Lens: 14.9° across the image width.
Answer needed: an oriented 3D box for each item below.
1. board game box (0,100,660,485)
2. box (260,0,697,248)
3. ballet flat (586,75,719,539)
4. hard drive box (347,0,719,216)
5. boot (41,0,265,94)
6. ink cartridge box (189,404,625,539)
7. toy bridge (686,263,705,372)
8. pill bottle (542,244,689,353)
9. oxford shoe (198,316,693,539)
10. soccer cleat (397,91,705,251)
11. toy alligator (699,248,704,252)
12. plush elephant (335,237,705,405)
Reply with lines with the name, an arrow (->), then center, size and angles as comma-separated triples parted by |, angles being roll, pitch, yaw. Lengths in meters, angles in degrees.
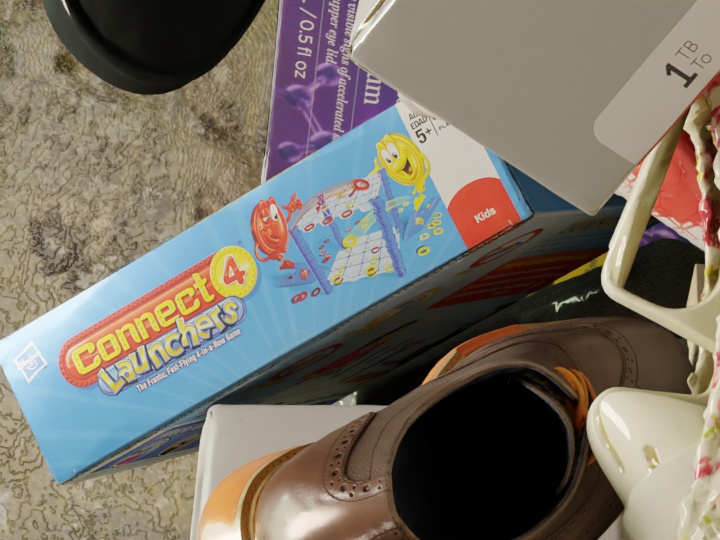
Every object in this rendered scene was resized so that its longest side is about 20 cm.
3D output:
board game box -> 0.000, 0.000, 0.992 | 0.056, 0.196, 0.200 | 63, -160, 8
box -> 0.065, -0.106, 1.192 | 0.104, 0.199, 0.148 | -78, -5, -50
ballet flat -> 0.092, 0.021, 0.714 | 0.076, 0.064, 0.201 | 92, -173, -75
hard drive box -> 0.079, -0.135, 0.700 | 0.156, 0.077, 0.200 | -50, 14, 32
boot -> -0.004, -0.154, 0.741 | 0.162, 0.073, 0.199 | -26, 34, 56
ink cartridge box -> 0.026, 0.135, 0.957 | 0.200, 0.145, 0.088 | 81, -169, -54
toy bridge -> 0.116, 0.020, 0.855 | 0.067, 0.027, 0.201 | -77, -5, -63
pill bottle -> 0.046, 0.025, 1.240 | 0.114, 0.199, 0.115 | 9, -90, -88
oxford shoe -> 0.046, 0.052, 0.755 | 0.200, 0.073, 0.071 | -26, -91, -49
soccer cleat -> 0.056, -0.061, 0.812 | 0.069, 0.200, 0.085 | -20, -27, -52
toy alligator -> 0.131, -0.099, 1.067 | 0.059, 0.054, 0.201 | -74, -7, -66
plush elephant -> 0.063, 0.102, 1.109 | 0.165, 0.155, 0.200 | -33, 7, -32
